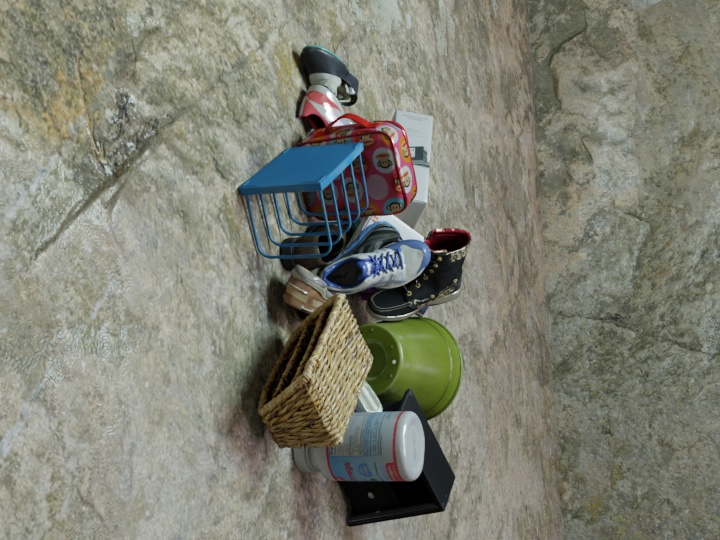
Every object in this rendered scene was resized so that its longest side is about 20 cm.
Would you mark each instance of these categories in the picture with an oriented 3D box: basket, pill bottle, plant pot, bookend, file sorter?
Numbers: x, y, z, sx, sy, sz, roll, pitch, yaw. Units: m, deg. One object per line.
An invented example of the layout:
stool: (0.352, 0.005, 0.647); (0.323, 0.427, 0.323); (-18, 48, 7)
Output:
basket: (-0.086, 0.149, 1.479); (0.150, 0.141, 0.201); (66, 31, -34)
pill bottle: (-0.003, 0.285, 1.576); (0.109, 0.198, 0.110); (-5, 90, -67)
plant pot: (0.059, 0.172, 1.784); (0.192, 0.198, 0.203); (20, 67, -59)
bookend: (0.034, 0.332, 1.712); (0.201, 0.197, 0.092); (64, 29, -20)
file sorter: (-0.081, -0.113, 1.556); (0.200, 0.137, 0.124); (-53, 137, -59)

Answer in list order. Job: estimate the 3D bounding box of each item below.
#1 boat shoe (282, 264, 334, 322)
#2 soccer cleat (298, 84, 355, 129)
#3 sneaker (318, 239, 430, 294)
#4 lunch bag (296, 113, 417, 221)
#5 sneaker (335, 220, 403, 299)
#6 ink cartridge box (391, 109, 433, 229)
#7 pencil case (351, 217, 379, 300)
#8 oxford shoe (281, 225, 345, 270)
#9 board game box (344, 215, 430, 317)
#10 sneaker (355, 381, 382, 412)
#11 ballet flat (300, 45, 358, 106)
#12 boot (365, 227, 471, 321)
boat shoe: (-0.086, 0.054, 1.609); (0.072, 0.075, 0.200); (-58, 158, -10)
soccer cleat: (-0.036, -0.241, 1.746); (0.200, 0.068, 0.074); (46, 60, -31)
sneaker: (0.025, 0.000, 1.645); (0.088, 0.198, 0.076); (21, 51, -87)
lunch bag: (-0.011, -0.180, 1.658); (0.082, 0.198, 0.178); (-49, 131, -54)
sneaker: (0.000, 0.000, 1.723); (0.200, 0.083, 0.071); (-48, 144, -7)
ink cartridge box: (0.090, -0.200, 1.988); (0.145, 0.083, 0.202); (112, -15, -66)
pencil case: (0.021, -0.049, 1.858); (0.092, 0.084, 0.203); (-21, 106, -63)
oxford shoe: (-0.057, -0.040, 1.667); (0.200, 0.083, 0.074); (-38, 118, -66)
board game box: (0.070, -0.017, 1.816); (0.199, 0.035, 0.127); (35, 83, -21)
sneaker: (-0.042, 0.186, 1.675); (0.075, 0.084, 0.201); (8, 50, -52)
ballet flat: (-0.051, -0.344, 1.765); (0.200, 0.072, 0.074); (21, 66, -68)
boot: (0.108, 0.006, 1.734); (0.073, 0.198, 0.151); (59, -29, 35)
